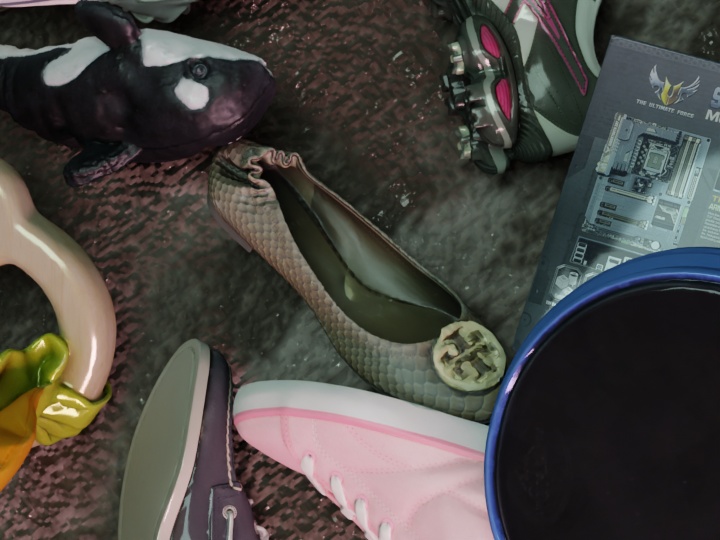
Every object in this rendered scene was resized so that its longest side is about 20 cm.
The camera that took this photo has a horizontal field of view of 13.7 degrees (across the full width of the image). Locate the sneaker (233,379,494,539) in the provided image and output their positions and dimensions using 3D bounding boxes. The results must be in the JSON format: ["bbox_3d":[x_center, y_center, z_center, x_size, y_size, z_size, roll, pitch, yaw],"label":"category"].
[{"bbox_3d":[0.021,0.120,1.422,0.200,0.075,0.105,15,77,15],"label":"sneaker"}]

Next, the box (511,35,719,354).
[{"bbox_3d":[0.186,-0.006,1.367,0.199,0.051,0.158,16,86,19],"label":"box"}]

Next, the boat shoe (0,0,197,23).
[{"bbox_3d":[-0.102,-0.159,1.512,0.199,0.066,0.072,-17,42,-6],"label":"boat shoe"}]

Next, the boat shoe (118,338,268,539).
[{"bbox_3d":[-0.080,0.135,1.470,0.063,0.073,0.201,14,72,-25],"label":"boat shoe"}]

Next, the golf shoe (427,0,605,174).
[{"bbox_3d":[0.073,-0.147,1.481,0.088,0.077,0.201,-12,76,-7],"label":"golf shoe"}]

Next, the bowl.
[{"bbox_3d":[0.148,0.091,1.323,0.200,0.039,0.201,2,95,21],"label":"bowl"}]

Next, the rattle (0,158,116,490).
[{"bbox_3d":[-0.209,0.005,1.460,0.130,0.143,0.201,-5,105,37],"label":"rattle"}]

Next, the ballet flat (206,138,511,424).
[{"bbox_3d":[0.000,0.000,1.461,0.067,0.046,0.200,-28,61,-36],"label":"ballet flat"}]

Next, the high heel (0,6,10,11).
[{"bbox_3d":[-0.188,-0.222,1.578,0.200,0.071,0.143,-41,54,11],"label":"high heel"}]

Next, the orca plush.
[{"bbox_3d":[-0.140,-0.080,1.492,0.199,0.105,0.071,15,61,19],"label":"orca plush"}]
